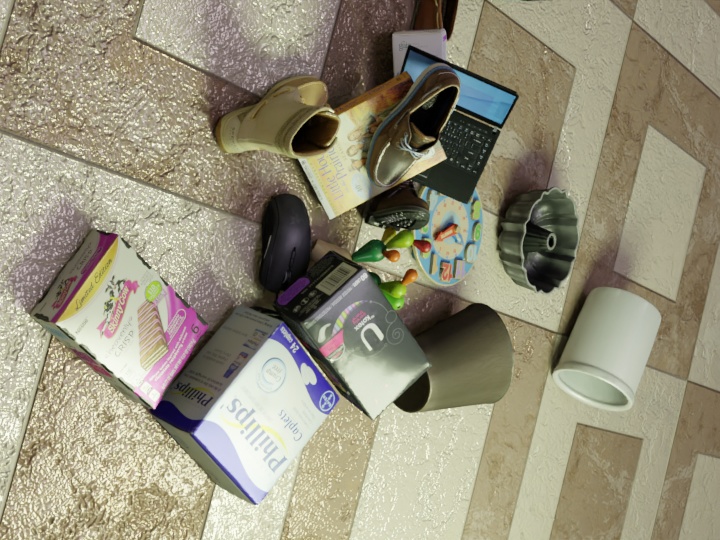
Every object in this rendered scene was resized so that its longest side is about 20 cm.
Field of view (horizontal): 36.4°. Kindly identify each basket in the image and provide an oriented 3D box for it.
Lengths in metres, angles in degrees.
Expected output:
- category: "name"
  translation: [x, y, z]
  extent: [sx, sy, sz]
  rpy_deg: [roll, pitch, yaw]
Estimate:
- category: "basket"
  translation: [0.144, 0.163, 1.843]
  extent: [0.199, 0.136, 0.181]
  rpy_deg: [-14, 104, -42]

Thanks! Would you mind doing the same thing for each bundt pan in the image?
- category: "bundt pan"
  translation: [0.326, -0.059, 2.039]
  extent: [0.201, 0.076, 0.203]
  rpy_deg: [-13, 108, -46]

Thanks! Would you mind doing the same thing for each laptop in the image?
- category: "laptop"
  translation: [0.118, -0.212, 1.626]
  extent: [0.103, 0.177, 0.201]
  rpy_deg: [-60, 174, -72]

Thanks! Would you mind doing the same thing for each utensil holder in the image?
- category: "utensil holder"
  translation: [0.505, 0.158, 2.220]
  extent: [0.170, 0.169, 0.201]
  rpy_deg: [48, 62, -42]

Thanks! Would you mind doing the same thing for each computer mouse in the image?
- category: "computer mouse"
  translation: [-0.083, -0.004, 1.582]
  extent: [0.140, 0.046, 0.201]
  rpy_deg: [11, 90, -30]

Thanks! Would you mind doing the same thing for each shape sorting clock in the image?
- category: "shape sorting clock"
  translation: [0.153, -0.073, 1.869]
  extent: [0.199, 0.039, 0.201]
  rpy_deg: [-14, 108, -47]

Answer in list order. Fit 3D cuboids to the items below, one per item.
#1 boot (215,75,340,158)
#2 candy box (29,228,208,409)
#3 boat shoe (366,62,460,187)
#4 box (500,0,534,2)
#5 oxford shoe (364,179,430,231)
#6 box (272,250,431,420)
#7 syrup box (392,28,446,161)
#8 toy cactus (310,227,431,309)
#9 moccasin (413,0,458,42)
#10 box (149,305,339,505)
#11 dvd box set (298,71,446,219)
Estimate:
- category: "boot"
  translation: [-0.077, -0.209, 1.489]
  extent: [0.200, 0.155, 0.073]
  rpy_deg: [-33, 121, -40]
- category: "candy box"
  translation: [-0.296, 0.063, 1.372]
  extent: [0.137, 0.061, 0.200]
  rpy_deg: [-59, 135, -21]
- category: "boat shoe"
  translation: [0.073, -0.197, 1.546]
  extent: [0.072, 0.072, 0.201]
  rpy_deg: [22, 111, -23]
- category: "box"
  translation: [0.259, -0.559, 1.833]
  extent: [0.122, 0.106, 0.201]
  rpy_deg: [-6, 102, -50]
- category: "oxford shoe"
  translation: [0.056, -0.106, 1.648]
  extent: [0.072, 0.200, 0.085]
  rpy_deg: [16, 88, -18]
- category: "box"
  translation: [-0.011, 0.092, 1.555]
  extent: [0.122, 0.106, 0.200]
  rpy_deg: [-42, 120, -12]
- category: "syrup box"
  translation: [0.096, -0.273, 1.709]
  extent: [0.081, 0.078, 0.201]
  rpy_deg: [-58, 147, -73]
- category: "toy cactus"
  translation: [0.000, 0.000, 1.654]
  extent: [0.165, 0.200, 0.102]
  rpy_deg: [31, 32, -11]
- category: "moccasin"
  translation: [0.139, -0.461, 1.739]
  extent: [0.074, 0.077, 0.202]
  rpy_deg: [22, 82, -48]
- category: "box"
  translation: [-0.155, 0.187, 1.515]
  extent: [0.200, 0.105, 0.184]
  rpy_deg: [-51, 131, -21]
- category: "dvd box set"
  translation: [0.010, -0.181, 1.600]
  extent: [0.199, 0.029, 0.147]
  rpy_deg: [-27, 120, 0]
